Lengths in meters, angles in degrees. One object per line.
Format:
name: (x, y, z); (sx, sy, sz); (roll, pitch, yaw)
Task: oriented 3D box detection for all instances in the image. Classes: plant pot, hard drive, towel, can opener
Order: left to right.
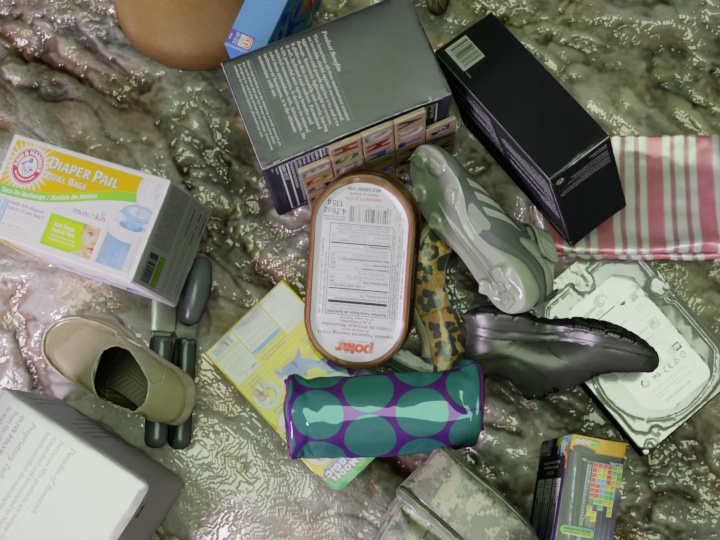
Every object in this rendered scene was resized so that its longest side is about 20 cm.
can opener: (-0.193, 0.084, 1.429); (0.052, 0.066, 0.201); (7, 84, -25)
plant pot: (-0.186, -0.330, 1.432); (0.185, 0.200, 0.188); (0, 79, 2)
hard drive: (0.281, 0.073, 1.434); (0.139, 0.038, 0.200); (-38, 81, -5)
towel: (0.291, -0.080, 1.440); (0.199, 0.030, 0.147); (1, 63, 3)

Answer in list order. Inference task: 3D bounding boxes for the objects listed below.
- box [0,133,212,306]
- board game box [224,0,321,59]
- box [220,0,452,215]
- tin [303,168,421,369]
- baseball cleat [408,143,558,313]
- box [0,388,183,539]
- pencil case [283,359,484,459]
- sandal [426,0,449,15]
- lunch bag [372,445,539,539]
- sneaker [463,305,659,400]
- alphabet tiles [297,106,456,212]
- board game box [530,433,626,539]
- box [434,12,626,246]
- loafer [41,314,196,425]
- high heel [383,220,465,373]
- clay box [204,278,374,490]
box: (-0.273, -0.052, 1.409); (0.199, 0.101, 0.113); (16, 81, 23)
board game box: (-0.075, -0.294, 1.446); (0.045, 0.152, 0.201); (23, 82, 6)
box: (-0.021, -0.166, 1.400); (0.197, 0.200, 0.124); (-21, 80, -3)
tin: (0.000, 0.000, 1.375); (0.111, 0.042, 0.201); (5, 100, 11)
baseball cleat: (0.128, -0.046, 1.398); (0.106, 0.070, 0.201); (-19, 74, -43)
box: (-0.304, 0.244, 1.338); (0.171, 0.199, 0.201); (31, 84, 6)
pencil case: (0.023, 0.137, 1.358); (0.199, 0.085, 0.093); (-4, 43, 2)
sandal: (0.065, -0.368, 1.497); (0.054, 0.080, 0.201); (-11, 78, 15)
lunch bag: (0.070, 0.280, 1.326); (0.139, 0.200, 0.168); (44, 81, 10)
sneaker: (0.199, 0.089, 1.387); (0.199, 0.076, 0.091); (8, 96, 12)
alphabet tiles: (0.020, -0.115, 1.389); (0.166, 0.200, 0.008); (-22, 80, -2)
board game box: (0.202, 0.246, 1.324); (0.056, 0.200, 0.166); (8, 82, 1)
box: (0.172, -0.142, 1.387); (0.079, 0.141, 0.200); (-35, 60, -4)
loafer: (-0.256, 0.095, 1.401); (0.199, 0.068, 0.076); (21, 89, 29)
high heel: (0.100, 0.031, 1.436); (0.142, 0.071, 0.201); (30, 82, -3)
clay box: (-0.053, 0.121, 1.429); (0.115, 0.048, 0.200); (-43, 83, -5)
